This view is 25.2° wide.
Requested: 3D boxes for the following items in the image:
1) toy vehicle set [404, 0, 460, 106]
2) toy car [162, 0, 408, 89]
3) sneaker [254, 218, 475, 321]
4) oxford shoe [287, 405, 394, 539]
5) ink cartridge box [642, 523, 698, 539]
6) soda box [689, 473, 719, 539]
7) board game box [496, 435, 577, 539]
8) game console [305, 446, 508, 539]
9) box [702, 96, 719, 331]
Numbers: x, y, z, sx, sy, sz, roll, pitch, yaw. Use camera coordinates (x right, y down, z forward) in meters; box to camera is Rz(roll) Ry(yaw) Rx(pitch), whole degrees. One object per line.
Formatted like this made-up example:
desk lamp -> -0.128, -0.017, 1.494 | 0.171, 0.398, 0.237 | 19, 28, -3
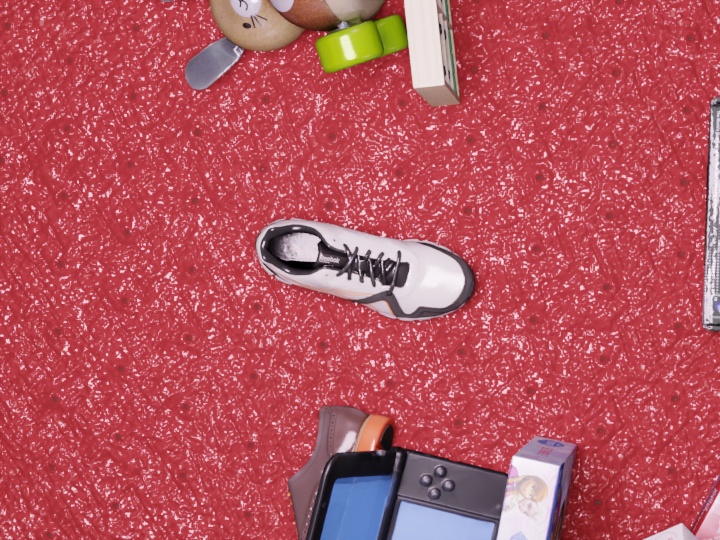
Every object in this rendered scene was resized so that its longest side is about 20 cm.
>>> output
toy vehicle set -> 0.056, -0.246, 1.369 | 0.026, 0.124, 0.200 | -6, 89, 9
toy car -> -0.083, -0.237, 1.389 | 0.200, 0.158, 0.165 | -16, 97, 20
sneaker -> 0.000, 0.000, 1.399 | 0.200, 0.080, 0.074 | 10, 89, 8
oxford shoe -> -0.032, 0.216, 1.412 | 0.072, 0.071, 0.200 | 16, 83, 18
ink cartridge box -> 0.245, 0.279, 1.295 | 0.115, 0.068, 0.200 | -30, 121, 27
soda box -> 0.343, 0.170, 1.347 | 0.070, 0.063, 0.200 | 28, 93, 9
board game box -> 0.134, 0.243, 1.311 | 0.041, 0.200, 0.200 | 11, 92, 11
game console -> 0.034, 0.259, 1.354 | 0.176, 0.116, 0.200 | 14, 95, -2
box -> 0.388, -0.044, 1.351 | 0.193, 0.048, 0.200 | 3, 90, 12
